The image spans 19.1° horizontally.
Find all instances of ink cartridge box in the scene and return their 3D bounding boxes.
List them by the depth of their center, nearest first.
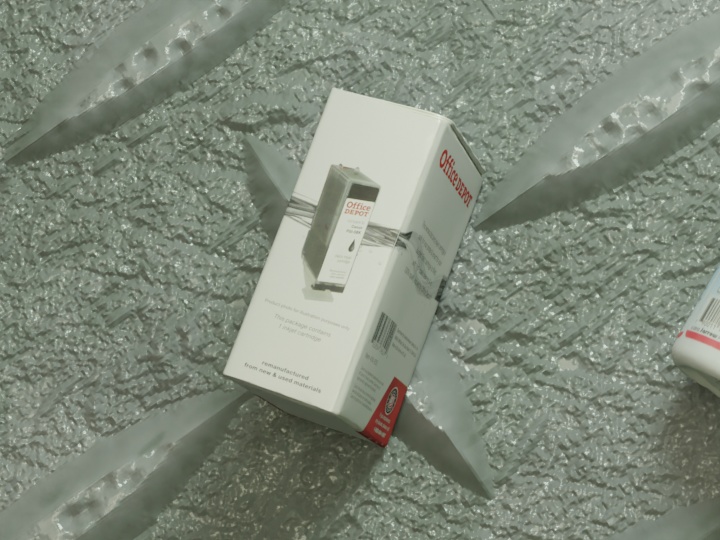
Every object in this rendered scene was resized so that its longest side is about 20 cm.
[{"bbox_3d":[0.000,0.000,1.390,0.083,0.147,0.200,18,82,17],"label":"ink cartridge box"}]

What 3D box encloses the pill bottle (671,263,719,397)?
[{"bbox_3d":[0.289,-0.003,1.348,0.109,0.109,0.200,30,86,16],"label":"pill bottle"}]
